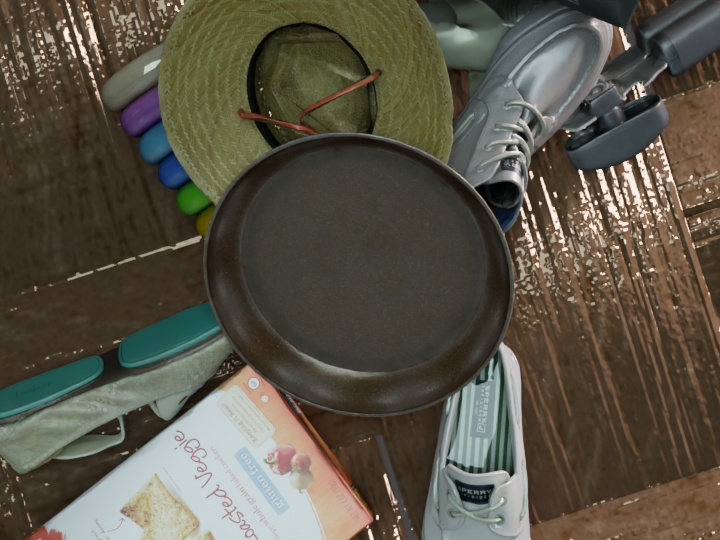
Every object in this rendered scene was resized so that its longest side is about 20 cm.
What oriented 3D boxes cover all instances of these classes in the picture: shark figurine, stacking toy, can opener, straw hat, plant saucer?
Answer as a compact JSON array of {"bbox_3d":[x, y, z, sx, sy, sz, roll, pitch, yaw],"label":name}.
[{"bbox_3d":[0.041,-0.180,1.105,0.212,0.129,0.090,12,46,-19],"label":"shark figurine"},{"bbox_3d":[-0.090,-0.056,1.112,0.085,0.085,0.201,-31,92,0],"label":"stacking toy"},{"bbox_3d":[0.218,-0.142,1.125,0.199,0.053,0.067,-33,119,0],"label":"can opener"},{"bbox_3d":[-0.029,-0.117,1.069,0.198,0.085,0.204,3,113,7],"label":"straw hat"},{"bbox_3d":[0.000,0.000,1.048,0.197,0.032,0.202,5,119,9],"label":"plant saucer"}]

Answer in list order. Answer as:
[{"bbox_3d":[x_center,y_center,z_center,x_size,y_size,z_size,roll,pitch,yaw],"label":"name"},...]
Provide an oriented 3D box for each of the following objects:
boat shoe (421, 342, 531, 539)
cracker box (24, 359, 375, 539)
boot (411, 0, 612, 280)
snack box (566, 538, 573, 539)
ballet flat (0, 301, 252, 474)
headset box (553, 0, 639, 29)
[{"bbox_3d":[0.073,0.142,1.086,0.073,0.067,0.203,-3,78,6],"label":"boat shoe"},{"bbox_3d":[-0.107,0.173,1.108,0.199,0.058,0.134,-38,87,1],"label":"cracker box"},{"bbox_3d":[0.099,-0.080,1.066,0.073,0.096,0.201,29,112,-24],"label":"boot"},{"bbox_3d":[0.065,0.251,1.115,0.198,0.024,0.073,-22,86,1],"label":"snack box"},{"bbox_3d":[-0.158,0.080,1.122,0.198,0.068,0.063,-21,115,4],"label":"ballet flat"},{"bbox_3d":[0.121,-0.235,1.056,0.147,0.200,0.076,22,114,2],"label":"headset box"}]
